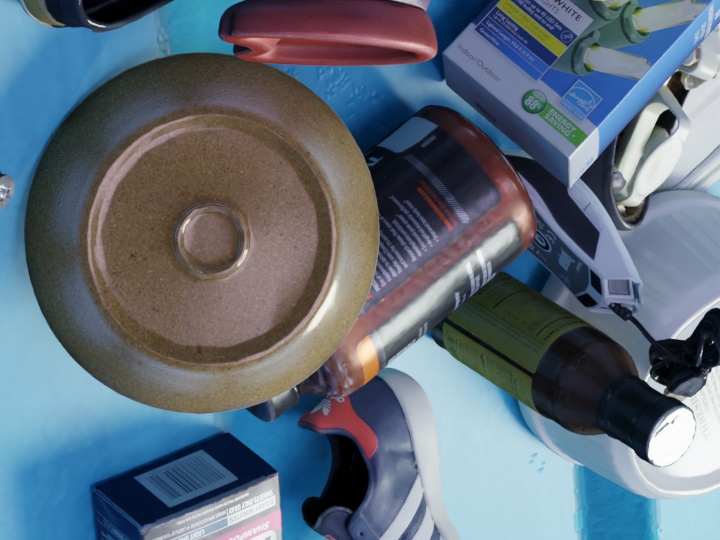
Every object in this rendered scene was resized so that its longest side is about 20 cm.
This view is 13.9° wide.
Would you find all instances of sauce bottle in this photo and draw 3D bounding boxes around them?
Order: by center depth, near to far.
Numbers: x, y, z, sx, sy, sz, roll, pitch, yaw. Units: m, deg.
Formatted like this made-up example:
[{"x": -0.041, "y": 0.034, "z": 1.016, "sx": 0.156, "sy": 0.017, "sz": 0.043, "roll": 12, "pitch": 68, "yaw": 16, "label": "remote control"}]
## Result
[{"x": 0.122, "y": 0.060, "z": 1.784, "sx": 0.064, "sy": 0.200, "sz": 0.065, "roll": -20, "pitch": 126, "yaw": -30, "label": "sauce bottle"}]

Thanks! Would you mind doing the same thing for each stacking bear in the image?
[{"x": -0.010, "y": -0.213, "z": 1.543, "sx": 0.113, "sy": 0.121, "sz": 0.202, "roll": 2, "pitch": 87, "yaw": 4, "label": "stacking bear"}]

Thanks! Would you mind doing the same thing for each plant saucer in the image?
[{"x": -0.084, "y": -0.019, "z": 1.623, "sx": 0.199, "sy": 0.035, "sz": 0.202, "roll": -1, "pitch": 96, "yaw": -10, "label": "plant saucer"}]

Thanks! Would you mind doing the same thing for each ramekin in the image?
[{"x": 0.207, "y": 0.056, "z": 1.911, "sx": 0.201, "sy": 0.094, "sz": 0.203, "roll": -21, "pitch": 128, "yaw": -28, "label": "ramekin"}]

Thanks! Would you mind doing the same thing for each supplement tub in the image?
[{"x": 0.000, "y": 0.000, "z": 1.719, "sx": 0.200, "sy": 0.107, "sz": 0.107, "roll": -39, "pitch": 131, "yaw": -17, "label": "supplement tub"}]

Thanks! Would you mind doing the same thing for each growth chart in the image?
[{"x": 0.211, "y": -0.131, "z": 1.882, "sx": 0.144, "sy": 0.018, "sz": 0.201, "roll": -36, "pitch": 130, "yaw": -20, "label": "growth chart"}]

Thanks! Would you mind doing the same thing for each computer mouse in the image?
[{"x": 0.146, "y": -0.009, "z": 1.783, "sx": 0.044, "sy": 0.200, "sz": 0.110, "roll": -41, "pitch": 170, "yaw": -17, "label": "computer mouse"}]

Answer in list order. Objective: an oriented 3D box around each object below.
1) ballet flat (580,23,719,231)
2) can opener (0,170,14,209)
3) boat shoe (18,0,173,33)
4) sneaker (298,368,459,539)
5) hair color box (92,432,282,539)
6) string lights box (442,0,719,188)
[{"x": 0.185, "y": -0.114, "z": 1.814, "sx": 0.073, "sy": 0.073, "sz": 0.201, "roll": 16, "pitch": 101, "yaw": -42, "label": "ballet flat"}, {"x": -0.236, "y": 0.001, "z": 1.574, "sx": 0.063, "sy": 0.078, "sz": 0.201, "roll": -47, "pitch": 154, "yaw": -68, "label": "can opener"}, {"x": -0.091, "y": -0.183, "z": 1.584, "sx": 0.199, "sy": 0.062, "sz": 0.075, "roll": -30, "pitch": 126, "yaw": -25, "label": "boat shoe"}, {"x": 0.013, "y": 0.165, "z": 1.808, "sx": 0.084, "sy": 0.075, "sz": 0.201, "roll": -19, "pitch": 97, "yaw": -24, "label": "sneaker"}, {"x": -0.098, "y": 0.209, "z": 1.780, "sx": 0.100, "sy": 0.060, "sz": 0.201, "roll": -21, "pitch": 124, "yaw": -29, "label": "hair color box"}, {"x": 0.152, "y": -0.160, "z": 1.754, "sx": 0.200, "sy": 0.103, "sz": 0.059, "roll": -48, "pitch": 166, "yaw": -9, "label": "string lights box"}]
